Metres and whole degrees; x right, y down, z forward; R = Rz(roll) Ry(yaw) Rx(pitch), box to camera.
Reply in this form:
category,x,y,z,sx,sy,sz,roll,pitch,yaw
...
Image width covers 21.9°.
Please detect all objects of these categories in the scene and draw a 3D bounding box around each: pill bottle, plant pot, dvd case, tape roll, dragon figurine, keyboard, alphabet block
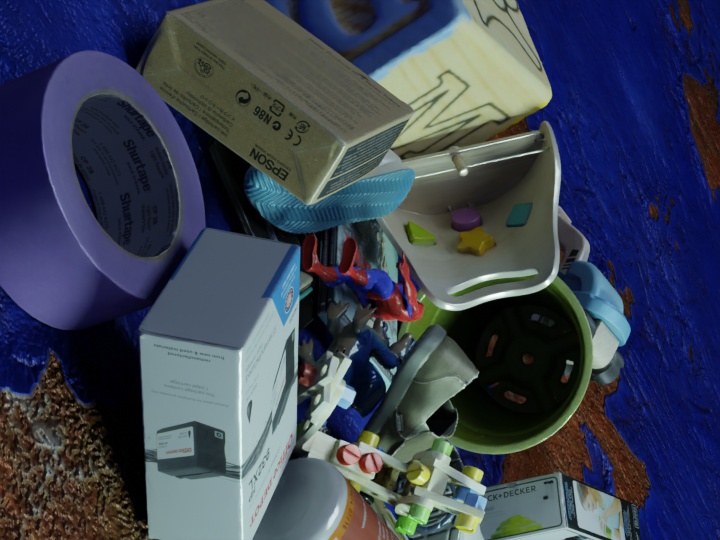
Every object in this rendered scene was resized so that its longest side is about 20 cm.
category,x,y,z,sx,sy,sz,roll,pitch,yaw
pill bottle,-0.013,0.256,1.561,0.200,0.112,0.112,51,33,-34
plant pot,0.157,0.090,1.941,0.190,0.200,0.200,18,57,-73
dvd case,0.000,0.000,1.828,0.146,0.022,0.200,53,31,-46
tape roll,-0.209,-0.061,1.423,0.200,0.085,0.200,42,38,-45
dragon figurine,-0.013,0.097,1.684,0.200,0.059,0.100,-56,136,-40
keyboard,-0.081,-0.046,1.730,0.127,0.021,0.200,-39,109,-61
alphabet block,0.044,-0.232,1.853,0.200,0.196,0.196,31,37,-52

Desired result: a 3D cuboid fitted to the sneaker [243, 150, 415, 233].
category,x,y,z,sx,sy,sz,roll,pitch,yaw
sneaker,-0.042,-0.088,1.735,0.200,0.077,0.081,-4,41,-49

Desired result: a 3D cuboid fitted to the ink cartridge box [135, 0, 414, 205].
category,x,y,z,sx,sy,sz,roll,pitch,yaw
ink cartridge box,-0.074,-0.156,1.646,0.200,0.075,0.165,37,25,11

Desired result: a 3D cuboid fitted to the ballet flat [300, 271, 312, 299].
category,x,y,z,sx,sy,sz,roll,pitch,yaw
ballet flat,-0.101,0.028,1.593,0.062,0.067,0.200,56,30,-6

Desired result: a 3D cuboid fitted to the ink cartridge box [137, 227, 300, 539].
category,x,y,z,sx,sy,sz,roll,pitch,yaw
ink cartridge box,-0.105,0.093,1.424,0.145,0.084,0.200,-65,161,-53

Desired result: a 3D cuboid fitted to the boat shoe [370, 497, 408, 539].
category,x,y,z,sx,sy,sz,roll,pitch,yaw
boat shoe,0.035,0.282,1.686,0.201,0.073,0.063,56,34,-13

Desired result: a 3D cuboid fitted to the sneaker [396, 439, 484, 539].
category,x,y,z,sx,sy,sz,roll,pitch,yaw
sneaker,0.086,0.259,1.815,0.087,0.074,0.200,4,76,-74

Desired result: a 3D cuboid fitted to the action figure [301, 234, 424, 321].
category,x,y,z,sx,sy,sz,roll,pitch,yaw
action figure,0.013,0.011,1.733,0.200,0.065,0.052,39,55,-59

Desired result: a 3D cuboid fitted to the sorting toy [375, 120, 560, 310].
category,x,y,z,sx,sy,sz,roll,pitch,yaw
sorting toy,0.111,-0.037,1.818,0.180,0.200,0.107,-105,-176,-46

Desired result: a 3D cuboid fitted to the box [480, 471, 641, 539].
category,x,y,z,sx,sy,sz,roll,pitch,yaw
box,0.205,0.269,1.966,0.200,0.117,0.060,29,51,-55

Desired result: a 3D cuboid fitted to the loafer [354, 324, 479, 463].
category,x,y,z,sx,sy,sz,roll,pitch,yaw
loafer,0.046,0.141,1.678,0.070,0.200,0.075,33,38,8

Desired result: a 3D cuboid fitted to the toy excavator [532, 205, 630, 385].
category,x,y,z,sx,sy,sz,roll,pitch,yaw
toy excavator,0.250,0.019,2.205,0.100,0.194,0.200,48,63,-38

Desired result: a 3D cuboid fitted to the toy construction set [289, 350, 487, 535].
category,x,y,z,sx,sy,sz,roll,pitch,yaw
toy construction set,0.007,0.157,1.585,0.200,0.131,0.092,42,67,-14
